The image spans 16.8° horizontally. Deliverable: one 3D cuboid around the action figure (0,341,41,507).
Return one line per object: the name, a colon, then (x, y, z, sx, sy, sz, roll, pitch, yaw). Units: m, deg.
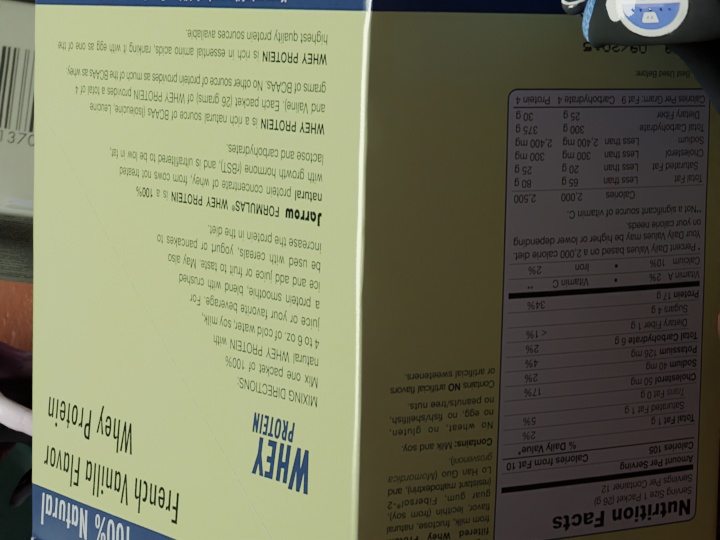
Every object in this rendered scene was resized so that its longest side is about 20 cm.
action figure: (-0.196, 0.017, 0.846, 0.149, 0.134, 0.200, -33, 94, 30)

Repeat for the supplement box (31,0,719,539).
supplement box: (0.000, 0.000, 0.756, 0.200, 0.134, 0.200, 9, 100, 56)

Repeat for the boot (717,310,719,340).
boot: (0.063, 0.107, 0.636, 0.200, 0.068, 0.189, -20, 69, 5)

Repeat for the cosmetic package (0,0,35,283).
cosmetic package: (-0.151, -0.052, 0.974, 0.200, 0.103, 0.087, 146, 131, -77)

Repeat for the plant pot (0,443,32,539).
plant pot: (-0.200, 0.110, 1.002, 0.161, 0.200, 0.201, -10, 74, 44)

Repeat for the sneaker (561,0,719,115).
sneaker: (0.088, -0.105, 0.620, 0.078, 0.200, 0.089, -1, 48, 44)
